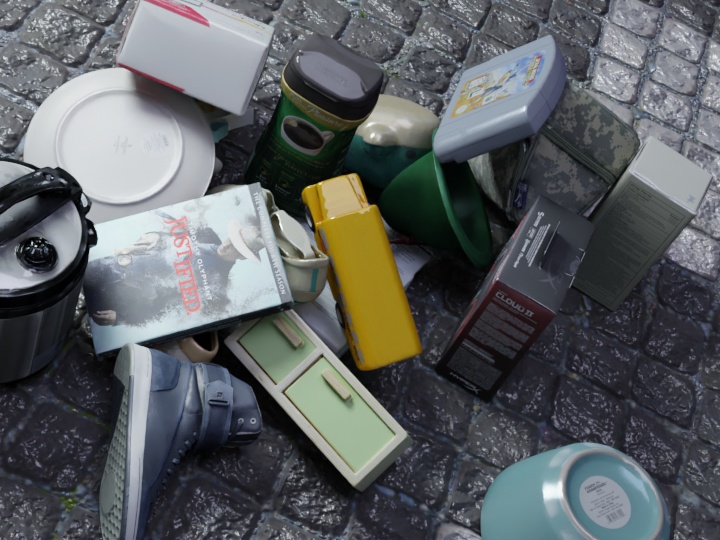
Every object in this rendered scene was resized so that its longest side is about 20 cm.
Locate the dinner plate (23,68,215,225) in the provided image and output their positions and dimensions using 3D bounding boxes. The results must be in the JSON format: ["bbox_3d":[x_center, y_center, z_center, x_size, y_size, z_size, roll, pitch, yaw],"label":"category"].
[{"bbox_3d":[-0.252,-0.127,1.364,0.199,0.024,0.201,3,71,-8],"label":"dinner plate"}]

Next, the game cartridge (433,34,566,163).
[{"bbox_3d":[0.161,-0.194,1.443,0.042,0.133,0.200,54,32,-21],"label":"game cartridge"}]

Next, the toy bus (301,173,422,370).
[{"bbox_3d":[0.000,0.000,1.348,0.065,0.078,0.201,-17,89,-12],"label":"toy bus"}]

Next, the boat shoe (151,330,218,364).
[{"bbox_3d":[-0.179,0.018,1.343,0.074,0.069,0.201,17,49,-43],"label":"boat shoe"}]

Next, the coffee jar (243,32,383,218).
[{"bbox_3d":[-0.051,-0.157,1.407,0.104,0.200,0.085,30,46,2],"label":"coffee jar"}]

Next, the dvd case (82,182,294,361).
[{"bbox_3d":[-0.179,-0.001,1.300,0.199,0.022,0.146,-14,64,-7],"label":"dvd case"}]

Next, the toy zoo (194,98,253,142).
[{"bbox_3d":[-0.211,-0.189,1.475,0.131,0.021,0.200,-14,33,-30],"label":"toy zoo"}]

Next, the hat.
[{"bbox_3d":[0.037,-0.060,1.489,0.175,0.200,0.166,-18,64,18],"label":"hat"}]

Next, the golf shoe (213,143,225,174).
[{"bbox_3d":[-0.236,-0.087,1.418,0.199,0.078,0.095,-12,70,-22],"label":"golf shoe"}]

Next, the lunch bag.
[{"bbox_3d":[0.213,-0.139,1.538,0.139,0.168,0.200,31,9,-23],"label":"lunch bag"}]

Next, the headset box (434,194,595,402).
[{"bbox_3d":[0.171,0.025,1.412,0.075,0.200,0.149,30,49,2],"label":"headset box"}]

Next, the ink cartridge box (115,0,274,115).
[{"bbox_3d":[-0.175,-0.246,1.428,0.147,0.086,0.200,20,15,-7],"label":"ink cartridge box"}]

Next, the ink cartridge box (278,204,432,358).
[{"bbox_3d":[-0.049,-0.015,1.456,0.196,0.043,0.200,39,46,9],"label":"ink cartridge box"}]

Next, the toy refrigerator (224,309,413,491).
[{"bbox_3d":[-0.042,0.122,1.313,0.076,0.070,0.200,-42,75,-4],"label":"toy refrigerator"}]

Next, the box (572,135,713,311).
[{"bbox_3d":[0.319,-0.053,1.534,0.095,0.200,0.078,35,49,3],"label":"box"}]

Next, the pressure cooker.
[{"bbox_3d":[-0.342,-0.008,1.219,0.178,0.200,0.176,9,52,-16],"label":"pressure cooker"}]

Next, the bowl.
[{"bbox_3d":[0.234,0.256,1.324,0.200,0.105,0.201,12,51,-15],"label":"bowl"}]

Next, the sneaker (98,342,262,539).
[{"bbox_3d":[-0.166,0.178,1.233,0.146,0.077,0.203,16,64,-28],"label":"sneaker"}]

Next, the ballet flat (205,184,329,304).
[{"bbox_3d":[-0.098,-0.048,1.369,0.069,0.070,0.200,-19,50,-33],"label":"ballet flat"}]

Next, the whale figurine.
[{"bbox_3d":[-0.003,-0.153,1.538,0.199,0.104,0.159,4,19,-18],"label":"whale figurine"}]
